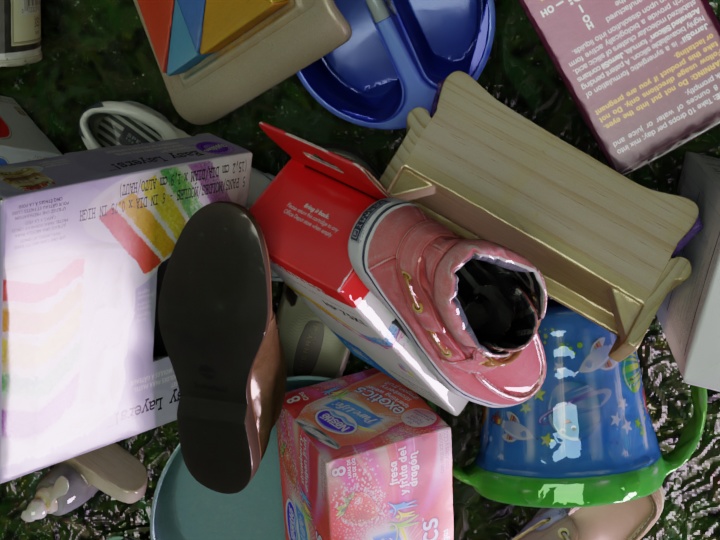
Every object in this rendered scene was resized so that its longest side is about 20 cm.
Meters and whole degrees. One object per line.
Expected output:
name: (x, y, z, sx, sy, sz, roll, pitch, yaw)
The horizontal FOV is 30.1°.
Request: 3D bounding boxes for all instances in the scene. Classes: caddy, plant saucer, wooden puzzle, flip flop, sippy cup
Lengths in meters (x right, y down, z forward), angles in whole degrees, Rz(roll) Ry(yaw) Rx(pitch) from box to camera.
caddy: (0.008, -0.195, 0.890, 0.140, 0.105, 0.201, -23, 101, 12)
plant saucer: (-0.064, 0.162, 0.989, 0.198, 0.036, 0.202, -10, 116, -22)
wooden puzzle: (-0.106, -0.210, 0.873, 0.184, 0.037, 0.201, -21, 95, 48)
flip flop: (-0.029, 0.009, 0.970, 0.080, 0.058, 0.202, 16, 105, 2)
sippy cup: (0.143, 0.087, 0.942, 0.177, 0.139, 0.132, -5, 95, -36)

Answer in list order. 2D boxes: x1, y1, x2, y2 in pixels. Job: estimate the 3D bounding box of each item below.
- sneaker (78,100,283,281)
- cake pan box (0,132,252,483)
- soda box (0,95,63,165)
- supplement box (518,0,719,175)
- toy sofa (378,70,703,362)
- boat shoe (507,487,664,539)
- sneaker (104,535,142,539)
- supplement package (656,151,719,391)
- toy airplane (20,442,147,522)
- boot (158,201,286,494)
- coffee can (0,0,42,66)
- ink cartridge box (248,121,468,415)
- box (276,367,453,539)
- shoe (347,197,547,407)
sneaker: (-0.116, -0.053, 0.932, 0.199, 0.071, 0.074, 30, 102, 14)
cake pan box: (-0.155, 0.017, 0.841, 0.052, 0.199, 0.186, 26, 117, 36)
soda box: (-0.293, -0.084, 0.898, 0.068, 0.200, 0.064, 46, 107, 18)
supplement box: (0.160, -0.180, 0.867, 0.103, 0.131, 0.201, -29, 99, 13)
toy sofa: (0.111, -0.034, 0.853, 0.199, 0.083, 0.098, 30, 82, 7)
boat shoe: (0.144, 0.220, 1.000, 0.200, 0.066, 0.074, -39, 97, 13)
sneaker: (-0.141, 0.284, 1.019, 0.200, 0.074, 0.118, 39, 140, -3)
supplement package: (0.262, 0.002, 0.865, 0.108, 0.200, 0.115, 14, 106, 2)
toy airplane: (-0.262, 0.097, 0.948, 0.198, 0.200, 0.142, 17, 103, -28)
boot: (-0.081, 0.040, 0.863, 0.073, 0.075, 0.202, 13, 120, 18)
coffee can: (-0.285, -0.243, 0.887, 0.145, 0.146, 0.202, 5, 104, 5)
ink cartridge box: (0.000, 0.000, 0.864, 0.067, 0.116, 0.200, -52, 133, -10)
box: (0.004, 0.184, 0.951, 0.094, 0.103, 0.202, -13, 117, -20)
shoe: (0.076, 0.036, 0.799, 0.072, 0.091, 0.200, -52, 132, -9)
